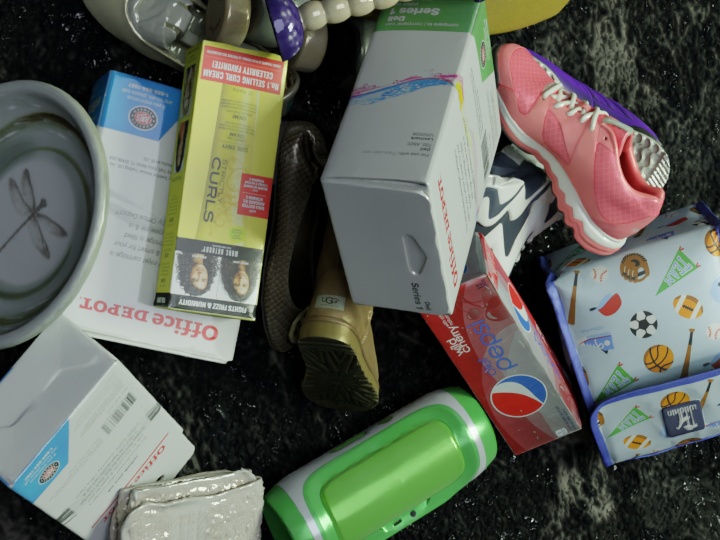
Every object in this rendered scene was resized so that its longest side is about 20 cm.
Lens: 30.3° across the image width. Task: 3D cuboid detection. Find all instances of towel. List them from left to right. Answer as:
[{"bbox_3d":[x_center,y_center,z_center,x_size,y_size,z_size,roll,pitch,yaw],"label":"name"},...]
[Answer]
[{"bbox_3d":[-0.139,0.262,1.072,0.131,0.034,0.203,-6,103,-36],"label":"towel"}]

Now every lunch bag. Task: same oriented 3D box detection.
[{"bbox_3d":[0.268,0.065,1.195,0.168,0.124,0.202,-17,103,9],"label":"lunch bag"}]

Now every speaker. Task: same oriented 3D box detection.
[{"bbox_3d":[0.017,0.177,1.137,0.199,0.088,0.089,-28,101,-20],"label":"speaker"}]

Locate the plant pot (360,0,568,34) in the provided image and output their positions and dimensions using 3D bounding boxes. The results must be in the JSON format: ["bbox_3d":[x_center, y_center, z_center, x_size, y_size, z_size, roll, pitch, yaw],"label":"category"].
[{"bbox_3d":[0.106,-0.310,1.085,0.198,0.194,0.197,14,49,-29],"label":"plant pot"}]

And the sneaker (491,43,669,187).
[{"bbox_3d":[0.196,-0.138,1.216,0.199,0.099,0.070,37,113,7],"label":"sneaker"}]

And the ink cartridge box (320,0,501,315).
[{"bbox_3d":[0.044,-0.089,1.011,0.146,0.083,0.201,75,26,-49],"label":"ink cartridge box"}]

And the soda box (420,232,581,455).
[{"bbox_3d":[0.118,0.065,1.145,0.069,0.064,0.201,-23,124,17],"label":"soda box"}]

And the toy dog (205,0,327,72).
[{"bbox_3d":[-0.071,-0.258,1.053,0.131,0.096,0.202,-15,77,-38],"label":"toy dog"}]

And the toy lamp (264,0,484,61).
[{"bbox_3d":[0.029,-0.210,0.982,0.198,0.058,0.059,-17,97,-3],"label":"toy lamp"}]

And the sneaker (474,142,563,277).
[{"bbox_3d":[0.128,-0.038,1.191,0.198,0.079,0.130,-14,136,-52],"label":"sneaker"}]

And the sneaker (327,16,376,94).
[{"bbox_3d":[0.026,-0.164,1.150,0.090,0.066,0.201,-34,103,-11],"label":"sneaker"}]

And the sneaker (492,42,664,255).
[{"bbox_3d":[0.186,-0.116,1.119,0.201,0.086,0.074,56,41,-3],"label":"sneaker"}]

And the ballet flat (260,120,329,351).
[{"bbox_3d":[-0.049,-0.024,1.089,0.046,0.067,0.202,10,112,12],"label":"ballet flat"}]

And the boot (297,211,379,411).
[{"bbox_3d":[0.000,0.000,1.123,0.065,0.176,0.202,9,63,5],"label":"boot"}]

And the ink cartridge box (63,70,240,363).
[{"bbox_3d":[-0.159,-0.039,1.061,0.144,0.084,0.203,14,85,-22],"label":"ink cartridge box"}]

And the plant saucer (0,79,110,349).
[{"bbox_3d":[-0.254,-0.038,0.992,0.050,0.198,0.203,21,81,-58],"label":"plant saucer"}]

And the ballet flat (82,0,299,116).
[{"bbox_3d":[-0.133,-0.190,1.081,0.199,0.069,0.070,31,79,-19],"label":"ballet flat"}]

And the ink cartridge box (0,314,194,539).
[{"bbox_3d":[-0.210,0.132,1.018,0.066,0.200,0.116,33,74,23],"label":"ink cartridge box"}]

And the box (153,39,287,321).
[{"bbox_3d":[-0.105,-0.066,1.011,0.074,0.050,0.203,9,85,-22],"label":"box"}]
